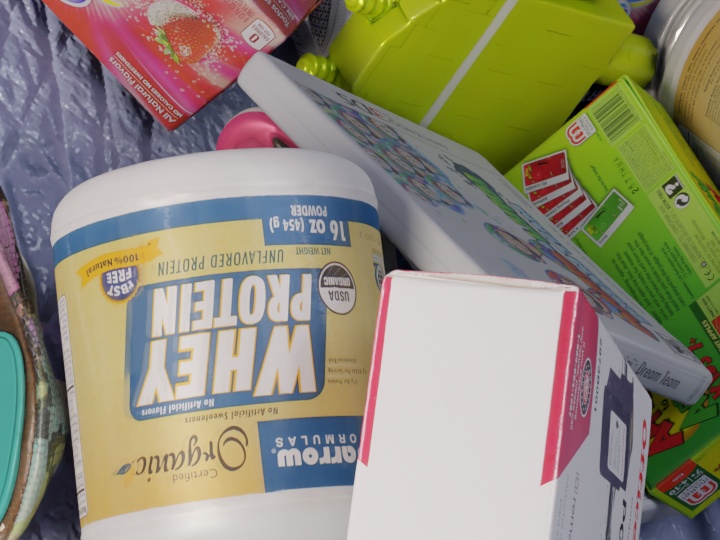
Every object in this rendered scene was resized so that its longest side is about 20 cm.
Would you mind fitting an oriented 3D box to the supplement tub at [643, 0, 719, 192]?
[{"bbox_3d":[0.243,-0.078,1.442,0.144,0.145,0.200,19,16,-34],"label":"supplement tub"}]

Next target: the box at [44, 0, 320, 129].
[{"bbox_3d":[-0.113,-0.182,1.362,0.200,0.100,0.096,46,42,-11],"label":"box"}]

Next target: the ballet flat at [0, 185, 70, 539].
[{"bbox_3d":[-0.160,0.034,1.222,0.071,0.069,0.201,24,47,-57],"label":"ballet flat"}]

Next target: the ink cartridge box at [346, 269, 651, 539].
[{"bbox_3d":[0.061,0.096,1.155,0.200,0.084,0.146,46,50,-70],"label":"ink cartridge box"}]

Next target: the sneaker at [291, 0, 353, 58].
[{"bbox_3d":[-0.045,-0.176,1.472,0.081,0.075,0.201,-1,57,-28],"label":"sneaker"}]

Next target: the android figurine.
[{"bbox_3d":[0.057,-0.101,1.425,0.199,0.182,0.041,9,38,-39],"label":"android figurine"}]

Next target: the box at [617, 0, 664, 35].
[{"bbox_3d":[0.113,-0.188,1.491,0.199,0.096,0.100,0,42,-40],"label":"box"}]

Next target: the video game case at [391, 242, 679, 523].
[{"bbox_3d":[0.102,0.047,1.408,0.182,0.023,0.200,54,16,13],"label":"video game case"}]

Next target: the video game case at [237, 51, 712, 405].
[{"bbox_3d":[0.054,-0.019,1.314,0.182,0.024,0.200,22,19,-49],"label":"video game case"}]

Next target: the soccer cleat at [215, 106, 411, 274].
[{"bbox_3d":[0.000,0.000,1.396,0.201,0.070,0.086,55,30,-7],"label":"soccer cleat"}]

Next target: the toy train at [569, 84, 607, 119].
[{"bbox_3d":[0.107,-0.132,1.570,0.199,0.085,0.114,-11,63,-47],"label":"toy train"}]

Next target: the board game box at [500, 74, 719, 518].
[{"bbox_3d":[0.147,0.011,1.385,0.048,0.101,0.201,31,25,-50],"label":"board game box"}]

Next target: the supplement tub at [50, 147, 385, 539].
[{"bbox_3d":[-0.053,0.060,1.196,0.144,0.144,0.202,2,76,-43],"label":"supplement tub"}]
